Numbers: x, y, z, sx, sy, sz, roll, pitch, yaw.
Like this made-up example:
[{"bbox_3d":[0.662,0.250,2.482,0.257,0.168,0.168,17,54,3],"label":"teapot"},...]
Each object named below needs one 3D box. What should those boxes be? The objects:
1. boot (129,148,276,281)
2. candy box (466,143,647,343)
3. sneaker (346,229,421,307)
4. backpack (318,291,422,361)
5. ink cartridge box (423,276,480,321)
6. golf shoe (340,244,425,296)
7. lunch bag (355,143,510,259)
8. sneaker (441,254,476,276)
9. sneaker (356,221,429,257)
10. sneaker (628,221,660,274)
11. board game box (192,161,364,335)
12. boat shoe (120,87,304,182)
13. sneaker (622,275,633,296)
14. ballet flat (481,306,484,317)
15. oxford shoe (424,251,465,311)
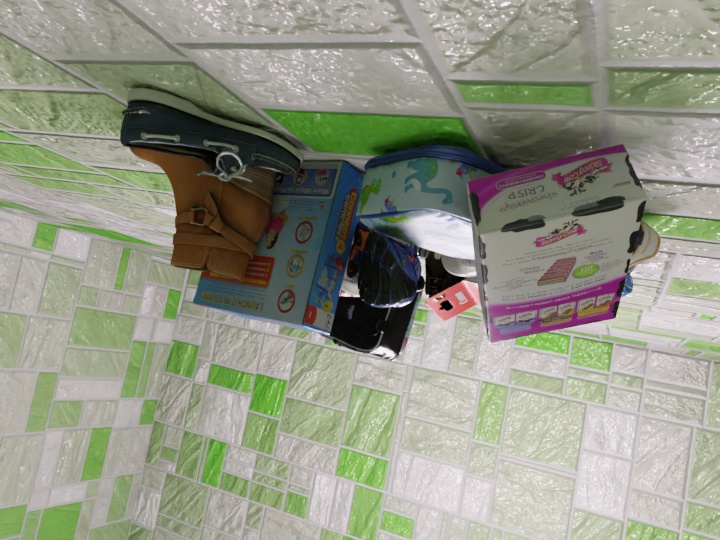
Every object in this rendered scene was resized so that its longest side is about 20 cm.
[{"bbox_3d":[-0.206,-0.081,0.763,0.196,0.158,0.074,15,174,7],"label":"boot"},{"bbox_3d":[0.174,-0.014,0.589,0.134,0.062,0.201,-12,146,6],"label":"candy box"},{"bbox_3d":[0.037,-0.006,0.715,0.077,0.077,0.200,10,-168,-11],"label":"sneaker"},{"bbox_3d":[0.004,0.054,1.127,0.197,0.181,0.150,13,172,34],"label":"backpack"},{"bbox_3d":[0.212,0.036,0.991,0.198,0.058,0.162,-34,156,8],"label":"ink cartridge box"},{"bbox_3d":[0.000,0.000,0.862,0.197,0.074,0.091,5,180,-37],"label":"golf shoe"},{"bbox_3d":[0.109,-0.065,0.671,0.197,0.084,0.160,15,174,-31],"label":"lunch bag"},{"bbox_3d":[0.166,-0.032,0.832,0.080,0.078,0.199,-9,177,-33],"label":"sneaker"},{"bbox_3d":[0.020,-0.062,0.885,0.113,0.082,0.199,6,174,27],"label":"sneaker"},{"bbox_3d":[0.286,-0.019,0.778,0.078,0.080,0.200,17,172,-4],"label":"sneaker"},{"bbox_3d":[-0.104,-0.035,0.799,0.197,0.200,0.056,7,169,37],"label":"board game box"},{"bbox_3d":[-0.153,-0.130,0.674,0.197,0.063,0.074,15,171,-35],"label":"boat shoe"},{"bbox_3d":[0.365,0.005,0.974,0.103,0.077,0.200,-10,168,14],"label":"sneaker"},{"bbox_3d":[0.231,0.052,0.897,0.198,0.068,0.066,12,-166,-47],"label":"ballet flat"},{"bbox_3d":[0.135,0.003,1.018,0.071,0.085,0.202,7,144,24],"label":"oxford shoe"}]
